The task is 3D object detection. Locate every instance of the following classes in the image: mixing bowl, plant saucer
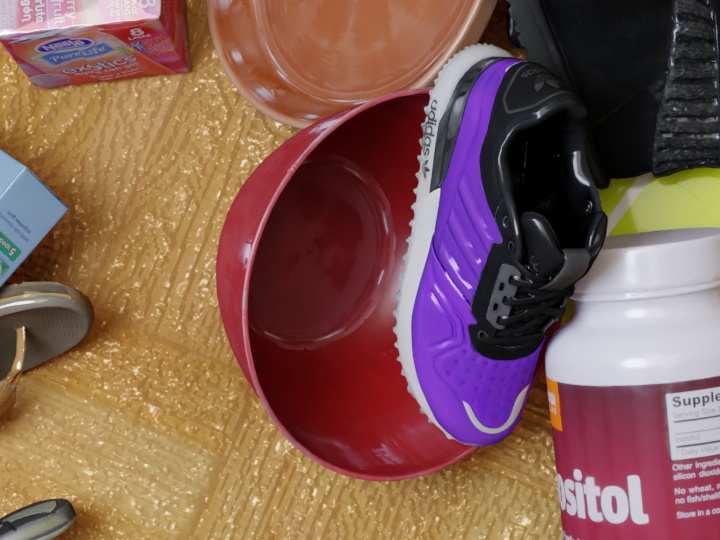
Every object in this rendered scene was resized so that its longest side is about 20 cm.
[{"bbox_3d":[0.000,0.000,0.996,0.199,0.108,0.201,-8,104,-32],"label":"mixing bowl"},{"bbox_3d":[-0.001,-0.173,1.050,0.200,0.032,0.201,-7,77,35],"label":"plant saucer"}]

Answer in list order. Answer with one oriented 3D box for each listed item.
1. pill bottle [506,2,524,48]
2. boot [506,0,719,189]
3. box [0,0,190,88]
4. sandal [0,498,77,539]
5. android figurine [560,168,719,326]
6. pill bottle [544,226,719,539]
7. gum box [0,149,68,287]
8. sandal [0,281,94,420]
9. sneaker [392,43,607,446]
[{"bbox_3d":[0.181,-0.170,1.034,0.199,0.112,0.112,4,79,5],"label":"pill bottle"},{"bbox_3d":[0.160,-0.138,0.944,0.157,0.212,0.080,-9,34,17],"label":"boot"},{"bbox_3d":[-0.155,-0.215,1.075,0.094,0.103,0.201,-6,78,3],"label":"box"},{"bbox_3d":[-0.221,0.198,1.019,0.057,0.080,0.201,43,91,-6],"label":"sandal"},{"bbox_3d":[0.172,-0.029,1.031,0.200,0.041,0.182,39,97,9],"label":"android figurine"},{"bbox_3d":[0.153,0.083,0.961,0.112,0.113,0.201,-6,95,3],"label":"pill bottle"},{"bbox_3d":[-0.277,0.000,1.025,0.170,0.045,0.200,32,79,41],"label":"gum box"},{"bbox_3d":[-0.230,0.069,1.035,0.199,0.080,0.054,-26,65,5],"label":"sandal"},{"bbox_3d":[0.073,-0.002,0.916,0.069,0.099,0.201,-8,108,-32],"label":"sneaker"}]
